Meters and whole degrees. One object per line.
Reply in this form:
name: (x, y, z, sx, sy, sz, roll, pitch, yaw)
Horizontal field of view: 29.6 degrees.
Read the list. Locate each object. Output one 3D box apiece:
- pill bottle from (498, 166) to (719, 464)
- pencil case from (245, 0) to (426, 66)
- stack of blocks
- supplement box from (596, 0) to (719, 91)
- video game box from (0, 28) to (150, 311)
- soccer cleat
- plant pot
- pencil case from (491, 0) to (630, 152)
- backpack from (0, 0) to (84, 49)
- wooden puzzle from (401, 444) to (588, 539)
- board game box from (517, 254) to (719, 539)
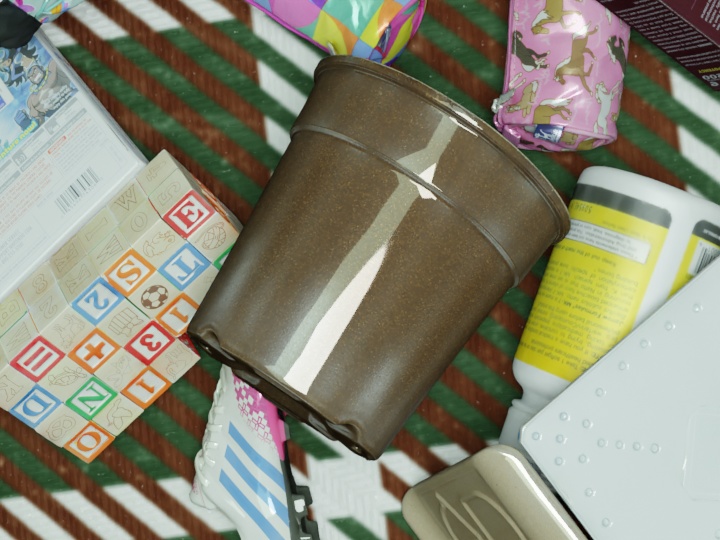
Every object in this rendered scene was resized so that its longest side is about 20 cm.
pill bottle: (0.171, 0.041, 0.925, 0.113, 0.114, 0.202, 20, 91, 7)
pencil case: (-0.047, -0.213, 0.975, 0.199, 0.088, 0.089, 37, 93, 8)
stack of blocks: (-0.166, 0.028, 0.961, 0.200, 0.115, 0.059, -43, 43, 3)
supplement box: (0.206, -0.218, 0.904, 0.199, 0.061, 0.109, 32, 79, -21)
video game box: (-0.271, -0.065, 0.993, 0.200, 0.047, 0.182, -42, 69, 4)
soccer cleat: (-0.088, 0.123, 0.974, 0.086, 0.070, 0.202, -11, 88, 3)
plant pot: (0.000, 0.000, 0.883, 0.199, 0.200, 0.199, 33, 79, 7)
pencil case: (0.143, -0.185, 0.952, 0.082, 0.086, 0.202, 4, 88, 42)
backpack: (-0.214, -0.255, 0.935, 0.200, 0.167, 0.126, -49, 128, 1)
wooden puzzle: (0.119, 0.200, 0.901, 0.046, 0.200, 0.186, -35, 84, -23)
board game box: (0.228, 0.116, 0.863, 0.200, 0.026, 0.200, -39, 96, -9)
